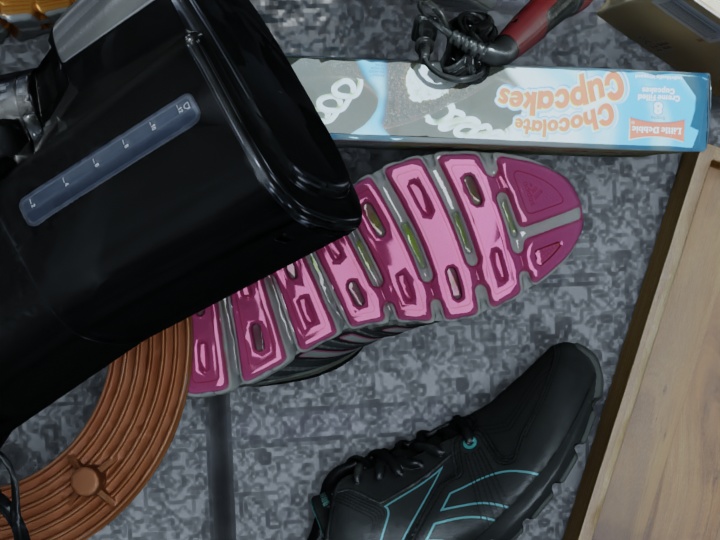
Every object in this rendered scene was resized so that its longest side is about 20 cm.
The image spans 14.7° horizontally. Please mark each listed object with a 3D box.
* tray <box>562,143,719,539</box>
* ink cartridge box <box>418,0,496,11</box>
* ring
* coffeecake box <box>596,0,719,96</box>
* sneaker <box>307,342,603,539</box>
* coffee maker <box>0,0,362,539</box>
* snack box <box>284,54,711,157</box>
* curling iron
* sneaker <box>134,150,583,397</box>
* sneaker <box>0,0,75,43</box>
[{"bbox_3d":[0.167,0.052,1.269,0.099,0.037,0.200,18,90,-7],"label":"tray"},{"bbox_3d":[0.009,-0.195,1.158,0.083,0.200,0.147,11,89,17],"label":"ink cartridge box"},{"bbox_3d":[-0.170,0.030,1.185,0.200,0.019,0.201,0,89,9],"label":"ring"},{"bbox_3d":[0.200,-0.180,1.209,0.073,0.154,0.200,33,87,-7],"label":"coffeecake box"},{"bbox_3d":[0.029,0.103,1.233,0.079,0.075,0.200,40,86,-4],"label":"sneaker"},{"bbox_3d":[-0.104,-0.006,1.103,0.200,0.135,0.192,-29,103,15],"label":"coffee maker"},{"bbox_3d":[0.041,-0.070,1.210,0.200,0.116,0.037,2,91,-7],"label":"snack box"},{"bbox_3d":[0.083,-0.128,1.196,0.050,0.200,0.026,26,128,21],"label":"curling iron"},{"bbox_3d":[0.000,0.000,1.218,0.200,0.087,0.074,-22,89,4],"label":"sneaker"},{"bbox_3d":[-0.201,-0.139,1.201,0.200,0.078,0.077,3,85,-7],"label":"sneaker"}]
